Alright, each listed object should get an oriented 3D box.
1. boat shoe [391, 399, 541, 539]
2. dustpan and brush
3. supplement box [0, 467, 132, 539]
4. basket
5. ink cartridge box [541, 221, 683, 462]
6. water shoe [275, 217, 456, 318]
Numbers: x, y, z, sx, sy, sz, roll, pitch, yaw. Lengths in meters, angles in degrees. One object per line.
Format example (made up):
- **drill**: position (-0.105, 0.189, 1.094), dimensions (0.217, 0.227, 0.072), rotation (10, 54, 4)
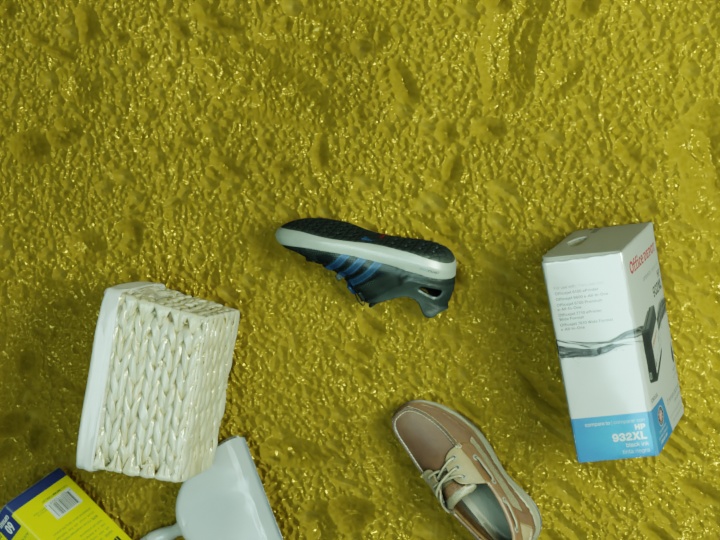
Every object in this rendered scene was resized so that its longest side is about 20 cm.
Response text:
- **boat shoe**: position (0.108, 0.216, 1.825), dimensions (0.200, 0.072, 0.076), rotation (44, 114, 7)
- **dustpan and brush**: position (-0.181, 0.281, 1.976), dimensions (0.199, 0.057, 0.140), rotation (-25, 81, 19)
- **supplement box**: position (-0.331, 0.347, 2.010), dimensions (0.200, 0.109, 0.109), rotation (43, 122, 7)
- **basket**: position (-0.215, 0.122, 1.888), dimensions (0.123, 0.136, 0.201), rotation (12, 96, 13)
- **ink cartridge box**: position (0.247, 0.067, 1.691), dimensions (0.083, 0.145, 0.201), rotation (-7, 100, 23)
- **water shoe**: position (0.000, 0.000, 1.817), dimensions (0.199, 0.071, 0.079), rotation (13, 109, 19)
